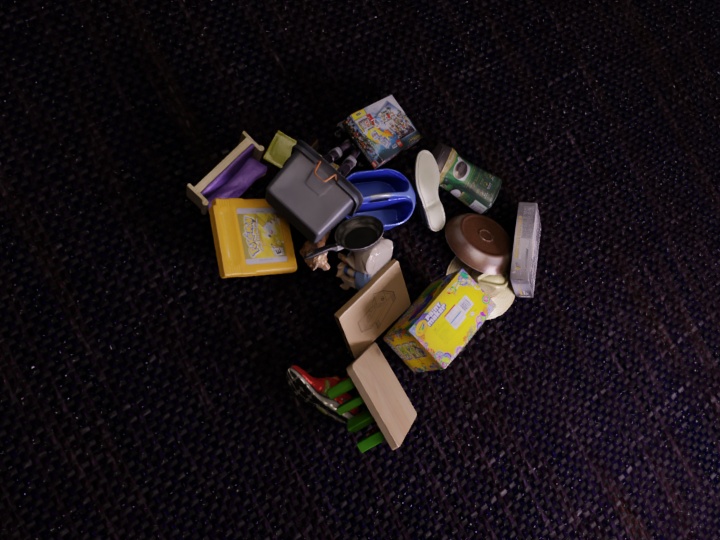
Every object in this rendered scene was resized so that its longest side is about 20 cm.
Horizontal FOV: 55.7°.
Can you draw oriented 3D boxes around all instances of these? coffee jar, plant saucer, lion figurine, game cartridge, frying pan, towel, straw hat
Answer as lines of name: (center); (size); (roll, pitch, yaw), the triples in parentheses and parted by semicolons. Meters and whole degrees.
coffee jar: (0.257, -0.236, 1.749); (0.198, 0.085, 0.105); (31, 74, -9)
plant saucer: (0.308, -0.078, 1.709); (0.197, 0.037, 0.203); (14, 44, -14)
lion figurine: (-0.089, -0.091, 1.599); (0.071, 0.122, 0.203); (18, 74, -12)
game cartridge: (-0.244, -0.077, 1.558); (0.198, 0.032, 0.180); (-5, 80, -44)
frying pan: (-0.025, -0.059, 1.520); (0.114, 0.031, 0.190); (23, 55, 34)
towel: (-0.134, -0.261, 1.675); (0.198, 0.018, 0.087); (29, 72, -9)
straw hat: (0.322, 0.025, 1.717); (0.197, 0.085, 0.205); (3, 79, -16)

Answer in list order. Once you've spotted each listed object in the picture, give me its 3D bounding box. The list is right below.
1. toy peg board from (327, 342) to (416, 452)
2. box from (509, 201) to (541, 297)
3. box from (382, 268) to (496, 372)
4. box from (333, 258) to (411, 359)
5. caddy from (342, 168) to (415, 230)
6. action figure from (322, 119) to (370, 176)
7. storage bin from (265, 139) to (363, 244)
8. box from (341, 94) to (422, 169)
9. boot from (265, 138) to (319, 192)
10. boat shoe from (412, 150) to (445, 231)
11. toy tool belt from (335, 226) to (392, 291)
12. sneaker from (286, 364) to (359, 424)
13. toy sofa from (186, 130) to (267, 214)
toy peg board: (0.021, 0.295, 1.546); (0.097, 0.199, 0.202); (-30, 90, 18)
box: (0.419, -0.049, 1.723); (0.047, 0.158, 0.204); (4, 75, 20)
box: (0.181, 0.123, 1.600); (0.122, 0.192, 0.200); (45, 70, -4)
box: (0.032, 0.091, 1.594); (0.200, 0.165, 0.021); (-42, 50, -19)
caddy: (0.035, -0.169, 1.659); (0.196, 0.105, 0.144); (-9, 83, -18)
action figure: (-0.022, -0.303, 1.675); (0.130, 0.069, 0.200); (46, 46, -6)
storage bin: (-0.110, -0.165, 1.505); (0.199, 0.146, 0.135); (41, 74, 1)
box: (0.057, -0.347, 1.693); (0.137, 0.038, 0.199); (54, 44, -1)
boot: (-0.142, -0.222, 1.637); (0.097, 0.074, 0.201); (50, 60, -27)
boat shoe: (0.161, -0.199, 1.698); (0.074, 0.066, 0.202); (-26, 111, -23)
toy tool belt: (0.000, 0.000, 1.613); (0.124, 0.122, 0.203); (-13, 125, -44)
sneaker: (-0.084, 0.273, 1.565); (0.199, 0.077, 0.086); (39, 56, -14)
toy sofa: (-0.304, -0.216, 1.582); (0.098, 0.083, 0.200); (43, 71, -3)
